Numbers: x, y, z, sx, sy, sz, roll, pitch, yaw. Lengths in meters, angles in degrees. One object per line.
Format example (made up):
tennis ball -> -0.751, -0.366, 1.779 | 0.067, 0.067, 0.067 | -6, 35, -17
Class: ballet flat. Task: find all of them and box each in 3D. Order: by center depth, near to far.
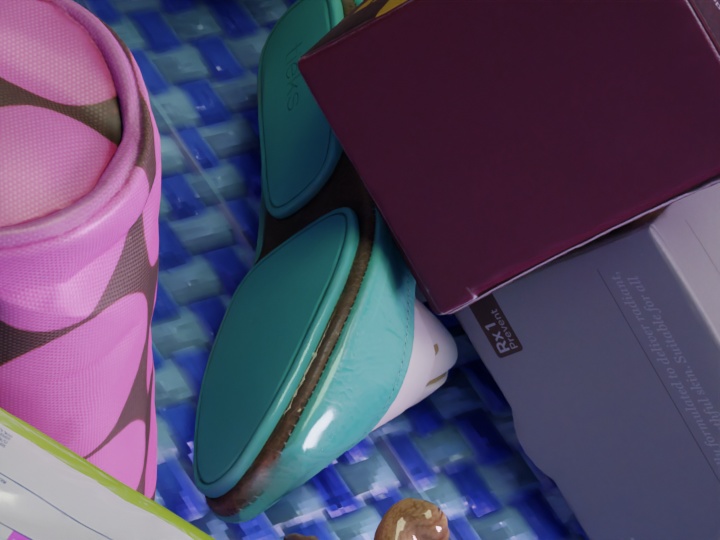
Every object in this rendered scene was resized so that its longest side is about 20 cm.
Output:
ballet flat -> 0.000, 0.000, 0.774 | 0.070, 0.067, 0.200 | 33, 42, -26

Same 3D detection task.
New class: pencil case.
pencil case -> -0.093, 0.019, 0.604 | 0.094, 0.200, 0.091 | 8, 51, 2

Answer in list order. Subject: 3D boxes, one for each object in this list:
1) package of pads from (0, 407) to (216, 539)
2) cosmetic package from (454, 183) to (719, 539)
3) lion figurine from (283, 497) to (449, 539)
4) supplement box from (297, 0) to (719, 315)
package of pads -> -0.044, 0.127, 0.562 | 0.200, 0.155, 0.068 | 33, 45, -2
cosmetic package -> 0.127, -0.002, 0.816 | 0.107, 0.090, 0.200 | 57, 40, -10
lion figurine -> 0.057, 0.146, 0.682 | 0.200, 0.072, 0.123 | 19, 53, 4
supplement box -> 0.072, -0.076, 0.786 | 0.086, 0.110, 0.200 | 60, 24, -10
